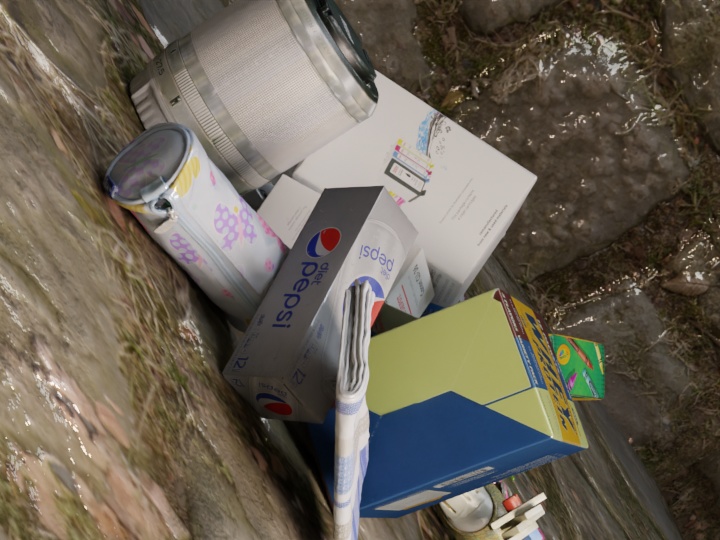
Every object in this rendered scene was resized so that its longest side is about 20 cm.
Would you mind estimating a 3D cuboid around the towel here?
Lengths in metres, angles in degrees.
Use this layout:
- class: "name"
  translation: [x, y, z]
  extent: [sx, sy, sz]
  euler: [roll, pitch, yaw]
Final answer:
- class: "towel"
  translation: [-0.006, 0.125, 1.308]
  extent: [0.147, 0.024, 0.200]
  euler: [-84, 177, -55]

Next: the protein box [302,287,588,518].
- class: "protein box"
  translation: [0.073, 0.123, 1.509]
  extent: [0.200, 0.198, 0.135]
  euler: [27, 43, -73]

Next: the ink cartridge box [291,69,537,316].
- class: "ink cartridge box"
  translation: [0.044, -0.069, 1.733]
  extent: [0.200, 0.145, 0.147]
  euler: [34, -21, 6]

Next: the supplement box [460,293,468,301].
- class: "supplement box"
  translation: [0.072, 0.069, 1.898]
  extent: [0.200, 0.109, 0.061]
  euler: [56, 26, -59]

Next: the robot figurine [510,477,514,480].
- class: "robot figurine"
  translation: [0.154, 0.149, 2.031]
  extent: [0.116, 0.175, 0.200]
  euler: [6, 80, -33]

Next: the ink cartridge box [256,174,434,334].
- class: "ink cartridge box"
  translation: [0.000, 0.000, 1.637]
  extent: [0.200, 0.068, 0.116]
  euler: [30, -15, 19]

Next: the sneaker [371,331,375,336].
- class: "sneaker"
  translation: [-0.011, -0.017, 1.812]
  extent: [0.066, 0.078, 0.200]
  euler: [47, 15, -55]

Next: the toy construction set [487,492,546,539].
- class: "toy construction set"
  translation: [0.170, 0.313, 1.656]
  extent: [0.200, 0.131, 0.092]
  euler: [62, 9, 20]

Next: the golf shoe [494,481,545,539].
- class: "golf shoe"
  translation: [0.168, 0.299, 1.874]
  extent: [0.092, 0.073, 0.200]
  euler: [51, 12, -45]

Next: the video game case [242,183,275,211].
- class: "video game case"
  translation: [-0.054, -0.005, 1.855]
  extent: [0.200, 0.023, 0.182]
  euler: [59, 9, 8]

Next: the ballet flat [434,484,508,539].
- class: "ballet flat"
  translation: [0.093, 0.217, 1.777]
  extent: [0.200, 0.071, 0.071]
  euler: [57, 8, 27]

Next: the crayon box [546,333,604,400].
- class: "crayon box"
  translation: [0.124, 0.096, 1.691]
  extent: [0.119, 0.200, 0.058]
  euler: [12, 77, -57]

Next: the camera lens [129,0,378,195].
- class: "camera lens"
  translation: [-0.095, -0.173, 1.626]
  extent: [0.160, 0.200, 0.160]
  euler: [55, 10, -14]

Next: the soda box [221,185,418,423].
- class: "soda box"
  translation: [-0.029, 0.025, 1.398]
  extent: [0.063, 0.068, 0.200]
  euler: [52, 52, -37]

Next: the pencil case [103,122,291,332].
- class: "pencil case"
  translation: [-0.121, -0.031, 1.398]
  extent: [0.091, 0.083, 0.200]
  euler: [48, -2, 46]
